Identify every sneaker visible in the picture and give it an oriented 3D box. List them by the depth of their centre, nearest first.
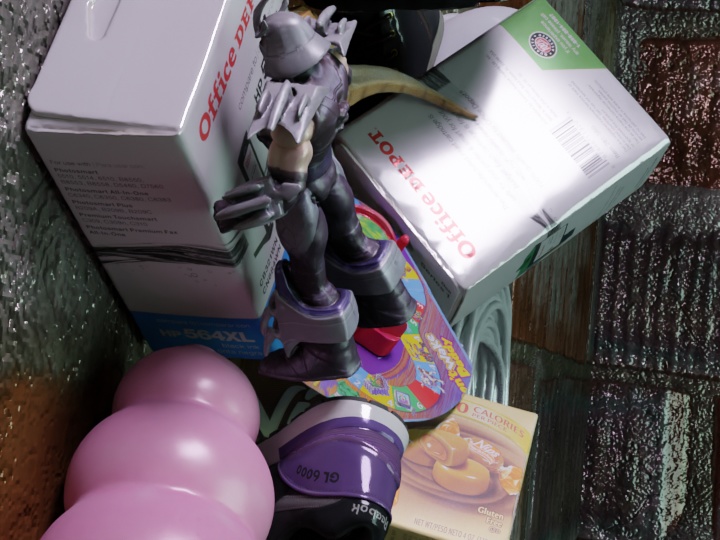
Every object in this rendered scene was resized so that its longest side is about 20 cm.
[{"bbox_3d":[-0.054,0.148,0.840,0.200,0.075,0.088,-41,-149,40],"label":"sneaker"},{"bbox_3d":[0.005,-0.148,1.165,0.106,0.074,0.202,50,44,-54],"label":"sneaker"}]

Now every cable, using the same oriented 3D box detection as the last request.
[{"bbox_3d":[0.066,0.094,1.177,0.200,0.068,0.202,-53,145,-57],"label":"cable"}]

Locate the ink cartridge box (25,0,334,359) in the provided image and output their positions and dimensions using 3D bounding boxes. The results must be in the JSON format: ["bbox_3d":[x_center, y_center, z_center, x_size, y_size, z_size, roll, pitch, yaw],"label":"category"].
[{"bbox_3d":[-0.084,-0.067,0.809,0.201,0.083,0.147,72,28,-55],"label":"ink cartridge box"}]

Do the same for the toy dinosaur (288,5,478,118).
[{"bbox_3d":[-0.023,-0.120,1.010,0.199,0.060,0.107,-26,110,-32],"label":"toy dinosaur"}]

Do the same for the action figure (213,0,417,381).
[{"bbox_3d":[-0.027,-0.042,0.755,0.130,0.069,0.202,-55,144,-45],"label":"action figure"}]

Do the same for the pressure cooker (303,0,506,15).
[{"bbox_3d":[0.036,-0.275,0.999,0.176,0.177,0.203,-150,-127,-60],"label":"pressure cooker"}]

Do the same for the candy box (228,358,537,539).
[{"bbox_3d":[0.000,0.118,0.943,0.116,0.198,0.056,-68,170,-46],"label":"candy box"}]

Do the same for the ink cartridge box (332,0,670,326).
[{"bbox_3d":[0.094,-0.076,1.095,0.199,0.147,0.085,-34,165,-20],"label":"ink cartridge box"}]

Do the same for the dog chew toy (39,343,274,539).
[{"bbox_3d":[-0.098,0.124,0.769,0.125,0.123,0.202,76,16,-48],"label":"dog chew toy"}]

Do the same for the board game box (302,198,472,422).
[{"bbox_3d":[0.000,0.000,0.947,0.157,0.039,0.201,4,48,-43],"label":"board game box"}]

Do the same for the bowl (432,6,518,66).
[{"bbox_3d":[0.083,-0.151,1.304,0.200,0.091,0.202,-30,152,-18],"label":"bowl"}]
